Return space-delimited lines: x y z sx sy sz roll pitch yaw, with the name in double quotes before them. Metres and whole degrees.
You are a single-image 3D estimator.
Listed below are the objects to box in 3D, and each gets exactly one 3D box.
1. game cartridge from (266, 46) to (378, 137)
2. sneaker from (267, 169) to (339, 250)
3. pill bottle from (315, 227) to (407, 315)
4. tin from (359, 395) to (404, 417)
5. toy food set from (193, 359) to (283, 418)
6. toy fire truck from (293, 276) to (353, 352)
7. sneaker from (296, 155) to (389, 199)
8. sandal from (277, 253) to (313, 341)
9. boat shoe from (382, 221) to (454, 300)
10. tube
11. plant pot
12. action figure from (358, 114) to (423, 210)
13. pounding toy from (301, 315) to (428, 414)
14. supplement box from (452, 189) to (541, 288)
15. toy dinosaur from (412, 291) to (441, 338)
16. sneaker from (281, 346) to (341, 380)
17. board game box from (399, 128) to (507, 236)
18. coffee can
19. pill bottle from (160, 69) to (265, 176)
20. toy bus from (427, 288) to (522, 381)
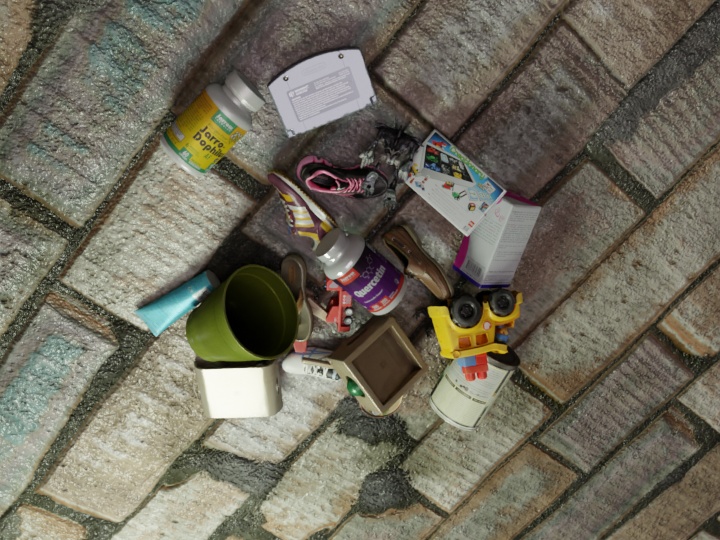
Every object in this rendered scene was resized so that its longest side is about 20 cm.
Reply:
"game cartridge" -0.078 -0.362 1.312 0.199 0.041 0.134 -21 120 1
"sneaker" -0.137 -0.125 1.393 0.090 0.075 0.200 -45 113 6
"pill bottle" 0.000 0.000 1.413 0.112 0.113 0.200 -44 116 13
"tin" 0.061 0.274 1.635 0.111 0.042 0.201 12 112 -10
"toy food set" -0.292 0.277 1.577 0.199 0.061 0.144 -2 117 1
"toy fire truck" -0.088 0.090 1.518 0.140 0.049 0.201 0 114 -7
"sneaker" -0.033 -0.182 1.372 0.199 0.095 0.079 6 113 -13
"sandal" -0.152 0.065 1.466 0.080 0.054 0.201 3 105 19
"boat shoe" 0.123 -0.009 1.445 0.068 0.072 0.200 -31 75 -22
"tube" -0.404 0.071 1.463 0.199 0.050 0.078 -31 107 11
"plant pot" -0.269 0.112 1.412 0.192 0.201 0.200 -23 122 39
"action figure" 0.055 -0.224 1.345 0.118 0.201 0.102 25 146 -9
"pounding toy" 0.009 0.216 1.512 0.200 0.142 0.185 -40 103 -21
"supplement box" 0.299 -0.072 1.456 0.103 0.101 0.201 -1 119 -36
"toy dinosaur" 0.180 0.115 1.563 0.088 0.047 0.201 -26 90 31
"sneaker" -0.087 0.228 1.571 0.199 0.073 0.072 4 116 -9
"board game box" 0.193 -0.185 1.389 0.200 0.035 0.126 43 105 7
"coffee can" 0.275 0.265 1.603 0.146 0.147 0.201 21 110 -18
"pill bottle" -0.281 -0.287 1.272 0.200 0.113 0.113 -42 114 11
"toy bus" 0.267 0.142 1.466 0.199 0.136 0.193 -11 85 -10
